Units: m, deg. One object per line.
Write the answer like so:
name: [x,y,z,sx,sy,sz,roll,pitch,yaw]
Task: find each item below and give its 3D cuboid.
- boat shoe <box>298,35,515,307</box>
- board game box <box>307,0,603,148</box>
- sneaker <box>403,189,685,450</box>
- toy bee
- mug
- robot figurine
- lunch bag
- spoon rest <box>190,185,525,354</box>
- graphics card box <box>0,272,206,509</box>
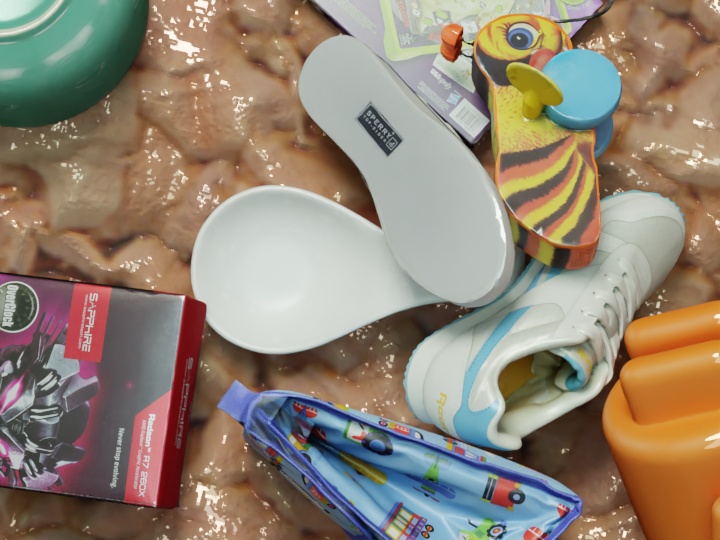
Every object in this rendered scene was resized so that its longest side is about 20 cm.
boat shoe: [0.034,-0.053,1.260,0.072,0.066,0.200,-47,56,11]
board game box: [0.033,-0.184,1.326,0.200,0.032,0.120,43,89,2]
sneaker: [0.122,0.032,1.259,0.200,0.081,0.077,-41,127,-18]
toy bee: [0.096,-0.099,1.266,0.109,0.131,0.200,8,48,5]
mug: [-0.208,-0.152,1.274,0.152,0.114,0.185,18,84,1]
robot figurine: [0.206,0.116,1.230,0.117,0.144,0.200,-33,119,-14]
lunch bag: [0.012,0.116,1.233,0.200,0.151,0.094,31,85,2]
spoon rest: [0.000,0.000,1.288,0.200,0.061,0.099,0,92,-2]
graphics card box: [-0.198,0.065,1.273,0.200,0.051,0.126,7,85,9]
